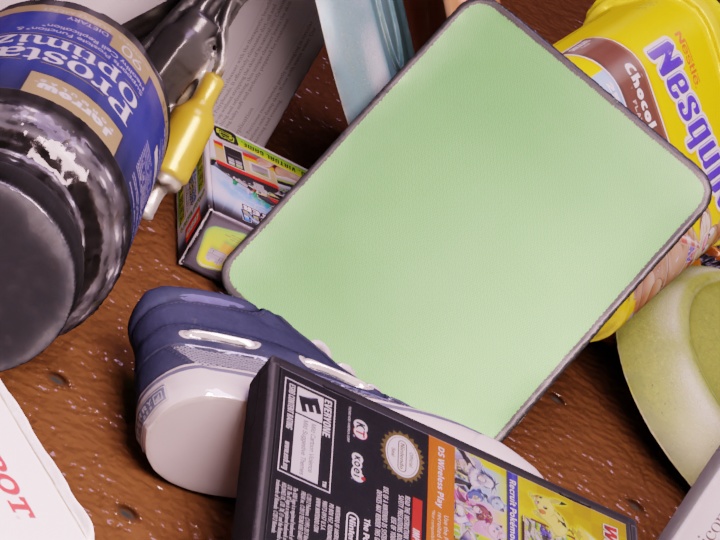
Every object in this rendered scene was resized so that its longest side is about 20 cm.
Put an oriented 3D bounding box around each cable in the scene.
[{"bbox_3d":[-0.072,-0.121,1.291,0.097,0.200,0.050,38,-3,45],"label":"cable"}]

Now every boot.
[{"bbox_3d":[-0.007,0.064,1.139,0.199,0.073,0.091,22,29,-24],"label":"boot"}]

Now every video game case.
[{"bbox_3d":[0.031,0.143,1.016,0.180,0.026,0.201,25,39,-18],"label":"video game case"}]

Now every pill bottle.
[{"bbox_3d":[-0.146,-0.035,1.111,0.111,0.112,0.200,29,21,-8],"label":"pill bottle"}]

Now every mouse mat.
[{"bbox_3d":[0.051,-0.018,1.261,0.161,0.200,0.008,41,-9,13],"label":"mouse mat"}]

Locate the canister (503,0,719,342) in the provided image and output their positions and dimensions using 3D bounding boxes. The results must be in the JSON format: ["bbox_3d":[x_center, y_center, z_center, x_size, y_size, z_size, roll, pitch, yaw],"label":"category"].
[{"bbox_3d":[0.136,-0.058,1.389,0.200,0.086,0.150,-35,111,-55],"label":"canister"}]

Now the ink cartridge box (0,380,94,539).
[{"bbox_3d":[-0.207,0.067,0.841,0.199,0.083,0.147,11,30,-43],"label":"ink cartridge box"}]

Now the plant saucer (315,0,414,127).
[{"bbox_3d":[0.004,-0.134,1.377,0.027,0.202,0.200,-12,22,7],"label":"plant saucer"}]

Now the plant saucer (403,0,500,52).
[{"bbox_3d":[0.049,-0.116,1.454,0.037,0.201,0.201,-8,32,-9],"label":"plant saucer"}]

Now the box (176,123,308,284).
[{"bbox_3d":[0.000,0.000,1.343,0.199,0.035,0.110,26,22,-17],"label":"box"}]

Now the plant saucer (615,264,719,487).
[{"bbox_3d":[0.224,0.072,1.428,0.199,0.031,0.201,29,38,-25],"label":"plant saucer"}]

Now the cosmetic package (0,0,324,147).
[{"bbox_3d":[-0.121,-0.147,1.397,0.199,0.108,0.085,18,25,-36],"label":"cosmetic package"}]

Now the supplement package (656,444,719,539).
[{"bbox_3d":[0.246,0.148,1.224,0.199,0.114,0.110,34,2,5],"label":"supplement package"}]

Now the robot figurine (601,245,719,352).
[{"bbox_3d":[0.172,0.007,1.533,0.199,0.058,0.145,14,31,-40],"label":"robot figurine"}]
